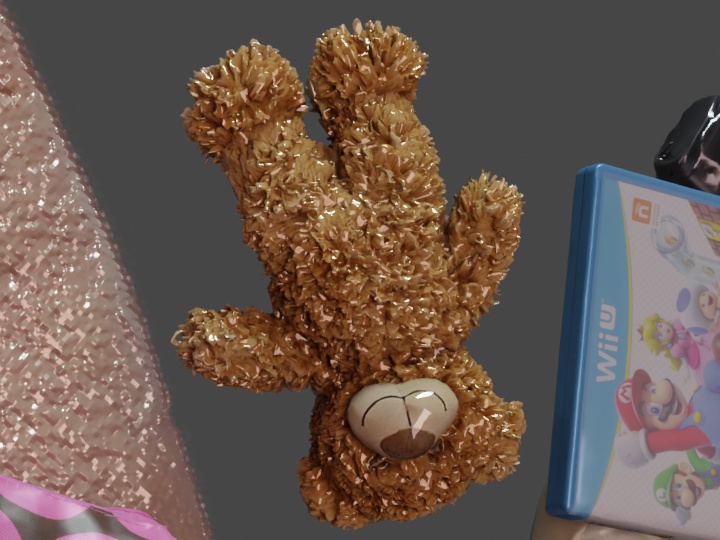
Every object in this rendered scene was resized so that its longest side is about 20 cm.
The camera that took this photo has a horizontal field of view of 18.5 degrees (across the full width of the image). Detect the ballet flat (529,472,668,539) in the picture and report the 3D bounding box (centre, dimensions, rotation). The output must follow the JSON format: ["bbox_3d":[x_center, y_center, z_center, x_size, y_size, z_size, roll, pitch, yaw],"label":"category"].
[{"bbox_3d":[0.095,0.157,0.887,0.069,0.069,0.200,20,76,-22],"label":"ballet flat"}]

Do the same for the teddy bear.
[{"bbox_3d":[0.000,0.000,0.859,0.145,0.067,0.200,4,82,-22],"label":"teddy bear"}]

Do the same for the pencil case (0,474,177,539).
[{"bbox_3d":[-0.157,0.101,0.767,0.200,0.091,0.094,23,64,-23],"label":"pencil case"}]

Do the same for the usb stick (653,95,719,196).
[{"bbox_3d":[0.210,0.000,0.977,0.200,0.033,0.056,40,62,-16],"label":"usb stick"}]

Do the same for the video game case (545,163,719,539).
[{"bbox_3d":[0.170,0.047,0.917,0.200,0.018,0.143,13,76,-26],"label":"video game case"}]
